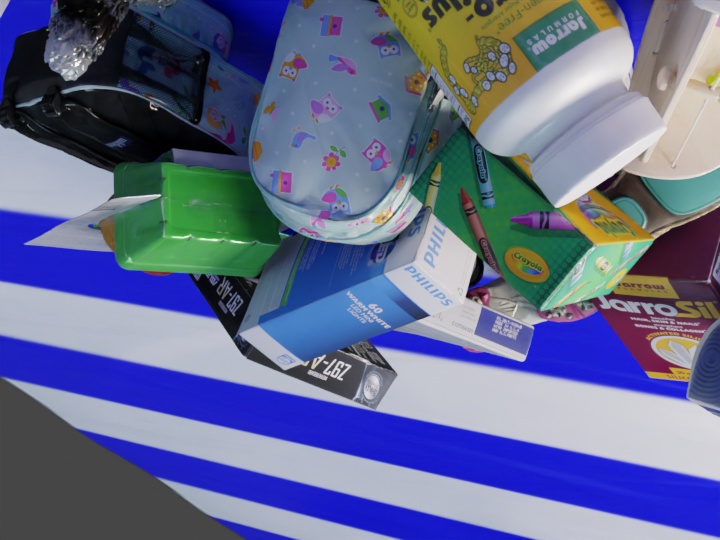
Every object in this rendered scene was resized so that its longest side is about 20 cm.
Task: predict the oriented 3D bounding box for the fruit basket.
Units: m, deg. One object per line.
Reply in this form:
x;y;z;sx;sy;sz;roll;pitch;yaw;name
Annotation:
-0.160;-0.041;1.115;0.185;0.094;0.200;4;174;-32;fruit basket

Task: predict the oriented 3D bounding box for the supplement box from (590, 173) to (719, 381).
0.283;0.012;1.135;0.131;0.103;0.200;5;152;39;supplement box

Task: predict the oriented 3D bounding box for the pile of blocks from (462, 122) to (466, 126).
0.090;-0.086;1.051;0.082;0.062;0.200;25;137;-3;pile of blocks

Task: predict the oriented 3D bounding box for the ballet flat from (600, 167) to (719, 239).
0.225;-0.059;1.030;0.200;0.065;0.071;-33;92;21;ballet flat

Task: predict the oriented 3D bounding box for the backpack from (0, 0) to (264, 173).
-0.179;-0.150;1.118;0.200;0.151;0.177;29;157;-37;backpack

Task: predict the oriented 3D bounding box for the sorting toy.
0.272;-0.134;0.831;0.180;0.107;0.200;13;157;3;sorting toy

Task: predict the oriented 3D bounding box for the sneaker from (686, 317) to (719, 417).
0.343;0.034;1.039;0.115;0.200;0.080;25;179;-44;sneaker

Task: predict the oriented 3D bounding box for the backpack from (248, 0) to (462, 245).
-0.004;-0.118;0.948;0.167;0.200;0.127;17;-179;19;backpack

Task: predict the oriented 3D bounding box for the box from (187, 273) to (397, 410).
-0.072;0.045;1.301;0.160;0.044;0.200;25;-167;-35;box

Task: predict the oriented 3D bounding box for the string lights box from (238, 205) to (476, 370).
0.000;0.000;1.055;0.200;0.103;0.059;-22;127;41;string lights box

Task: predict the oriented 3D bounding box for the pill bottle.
0.096;-0.143;0.824;0.200;0.113;0.113;56;159;8;pill bottle

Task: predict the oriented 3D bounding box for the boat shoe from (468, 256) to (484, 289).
0.075;-0.015;1.258;0.068;0.072;0.200;18;175;19;boat shoe

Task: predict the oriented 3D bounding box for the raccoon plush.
-0.120;-0.203;0.906;0.097;0.200;0.134;19;-174;-42;raccoon plush

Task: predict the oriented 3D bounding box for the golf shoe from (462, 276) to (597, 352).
0.178;0.016;1.303;0.200;0.091;0.075;-21;95;36;golf shoe

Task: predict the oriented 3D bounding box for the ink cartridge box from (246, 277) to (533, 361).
0.026;0.028;1.236;0.196;0.043;0.200;22;174;-43;ink cartridge box

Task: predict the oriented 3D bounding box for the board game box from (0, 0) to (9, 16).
-0.286;-0.225;0.981;0.134;0.200;0.034;-5;146;47;board game box

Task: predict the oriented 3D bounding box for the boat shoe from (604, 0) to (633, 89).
0.150;-0.128;0.956;0.074;0.086;0.202;9;155;27;boat shoe

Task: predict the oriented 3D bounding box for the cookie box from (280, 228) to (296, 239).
-0.043;-0.047;1.276;0.171;0.075;0.200;15;173;14;cookie box

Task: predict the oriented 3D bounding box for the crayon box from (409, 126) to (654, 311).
0.125;-0.037;0.928;0.119;0.058;0.200;43;-163;15;crayon box
